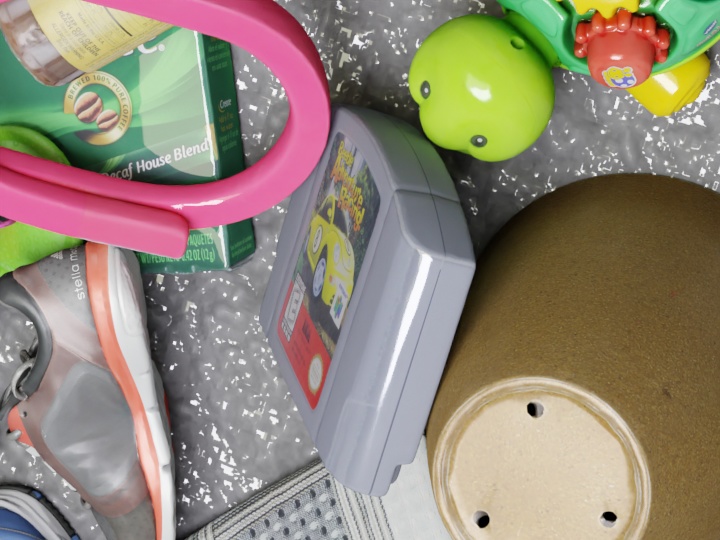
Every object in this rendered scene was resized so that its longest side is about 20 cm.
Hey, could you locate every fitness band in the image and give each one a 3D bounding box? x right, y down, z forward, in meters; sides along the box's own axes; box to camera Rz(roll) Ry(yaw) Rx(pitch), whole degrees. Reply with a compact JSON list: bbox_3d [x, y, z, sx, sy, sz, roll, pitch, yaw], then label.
[{"bbox_3d":[-0.112,-0.080,1.047,0.200,0.037,0.144,13,124,-16],"label":"fitness band"}]

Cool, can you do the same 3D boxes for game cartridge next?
[{"bbox_3d":[0.000,0.000,1.039,0.041,0.200,0.133,15,107,-19],"label":"game cartridge"}]

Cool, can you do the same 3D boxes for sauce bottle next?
[{"bbox_3d":[-0.075,-0.156,1.050,0.200,0.065,0.065,-28,93,16],"label":"sauce bottle"}]

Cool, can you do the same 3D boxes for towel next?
[{"bbox_3d":[-0.021,0.191,1.116,0.192,0.035,0.200,-31,56,22],"label":"towel"}]

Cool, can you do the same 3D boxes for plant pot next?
[{"bbox_3d":[0.102,0.065,1.012,0.186,0.200,0.187,4,104,19],"label":"plant pot"}]

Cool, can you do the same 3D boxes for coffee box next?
[{"bbox_3d":[-0.125,-0.097,1.133,0.123,0.044,0.200,-2,102,19],"label":"coffee box"}]

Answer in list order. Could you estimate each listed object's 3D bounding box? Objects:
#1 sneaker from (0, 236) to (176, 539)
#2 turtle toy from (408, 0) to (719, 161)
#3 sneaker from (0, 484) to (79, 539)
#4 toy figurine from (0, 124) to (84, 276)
[{"bbox_3d":[-0.138,0.074,1.137,0.082,0.077,0.200,-9,116,-3],"label":"sneaker"},{"bbox_3d":[0.102,-0.132,1.018,0.146,0.101,0.200,43,112,5],"label":"turtle toy"},{"bbox_3d":[-0.152,0.207,1.195,0.200,0.077,0.076,46,110,2],"label":"sneaker"},{"bbox_3d":[-0.265,-0.012,1.099,0.200,0.184,0.151,3,105,35],"label":"toy figurine"}]
